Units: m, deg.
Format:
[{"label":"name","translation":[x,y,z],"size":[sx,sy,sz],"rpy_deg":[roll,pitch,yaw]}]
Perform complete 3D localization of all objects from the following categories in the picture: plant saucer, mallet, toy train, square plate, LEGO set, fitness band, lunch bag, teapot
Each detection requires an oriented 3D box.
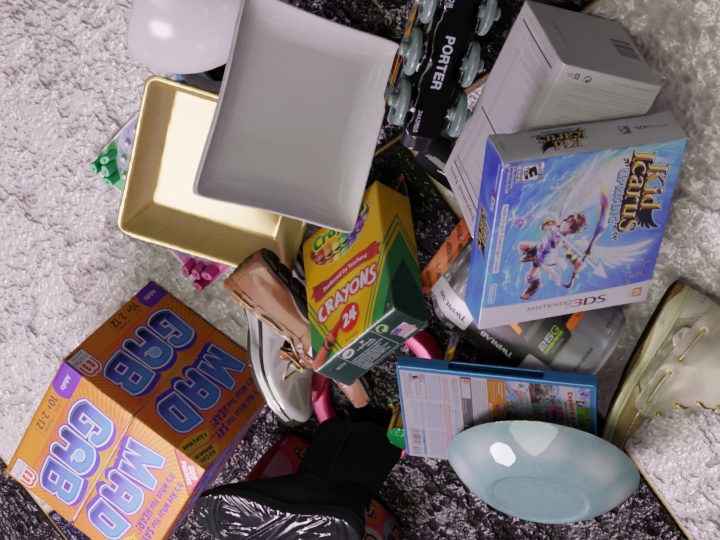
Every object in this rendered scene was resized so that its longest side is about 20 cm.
[{"label":"plant saucer","translation":[0.183,0.217,1.454],"size":[0.199,0.039,0.202],"rpy_deg":[10,147,6]},{"label":"mallet","translation":[0.136,-0.157,1.422],"size":[0.066,0.041,0.200],"rpy_deg":[44,121,0]},{"label":"toy train","translation":[0.074,-0.218,1.369],"size":[0.084,0.114,0.202],"rpy_deg":[9,119,-12]},{"label":"square plate","translation":[-0.063,-0.152,1.400],"size":[0.028,0.199,0.200],"rpy_deg":[18,94,51]},{"label":"plant saucer","translation":[-0.144,-0.104,1.512],"size":[0.198,0.049,0.201],"rpy_deg":[16,125,-4]},{"label":"LEGO set","translation":[0.135,0.148,1.549],"size":[0.198,0.117,0.154],"rpy_deg":[24,141,-4]},{"label":"fitness band","translation":[0.017,0.133,1.625],"size":[0.143,0.037,0.201],"rpy_deg":[28,124,6]},{"label":"lunch bag","translation":[-0.062,0.308,1.663],"size":[0.200,0.176,0.082],"rpy_deg":[40,128,-1]},{"label":"teapot","translation":[-0.143,-0.276,1.412],"size":[0.144,0.200,0.200],"rpy_deg":[15,96,-7]}]

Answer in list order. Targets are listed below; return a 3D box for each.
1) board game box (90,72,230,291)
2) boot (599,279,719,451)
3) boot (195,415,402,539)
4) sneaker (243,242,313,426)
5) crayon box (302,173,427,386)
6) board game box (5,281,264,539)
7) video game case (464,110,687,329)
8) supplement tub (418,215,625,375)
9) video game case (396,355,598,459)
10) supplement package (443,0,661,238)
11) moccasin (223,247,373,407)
[{"label":"board game box","translation":[-0.186,-0.100,1.602],"size":[0.200,0.026,0.200],"rpy_deg":[48,124,-5]},{"label":"boot","translation":[0.338,0.131,1.437],"size":[0.153,0.072,0.202],"rpy_deg":[26,104,7]},{"label":"boot","translation":[-0.065,0.234,1.591],"size":[0.198,0.169,0.077],"rpy_deg":[3,122,18]},{"label":"sneaker","translation":[-0.064,0.066,1.575],"size":[0.114,0.075,0.203],"rpy_deg":[-16,86,29]},{"label":"crayon box","translation":[0.000,0.000,1.471],"size":[0.050,0.202,0.127],"rpy_deg":[25,131,-33]},{"label":"board game box","translation":[-0.253,0.181,1.671],"size":[0.199,0.200,0.201],"rpy_deg":[36,125,4]},{"label":"video game case","translation":[0.196,-0.044,1.321],"size":[0.179,0.046,0.201],"rpy_deg":[-10,133,-15]},{"label":"supplement tub","translation":[0.160,0.036,1.455],"size":[0.199,0.123,0.123],"rpy_deg":[37,124,2]},{"label":"video game case","translation":[0.139,0.148,1.441],"size":[0.198,0.018,0.144],"rpy_deg":[5,135,13]},{"label":"supplement package","translation":[0.175,-0.132,1.346],"size":[0.108,0.114,0.201],"rpy_deg":[9,128,-23]},{"label":"moccasin","translation":[-0.064,0.071,1.517],"size":[0.078,0.074,0.201],"rpy_deg":[-42,104,13]}]
